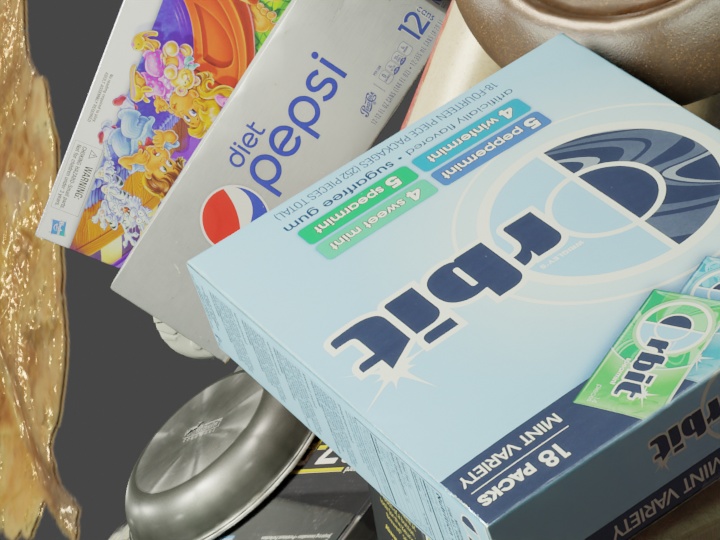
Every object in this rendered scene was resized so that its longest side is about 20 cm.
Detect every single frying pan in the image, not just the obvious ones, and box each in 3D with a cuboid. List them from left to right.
[{"bbox_3d":[-0.042,0.056,1.315,0.190,0.031,0.115,-51,24,-21],"label":"frying pan"}]

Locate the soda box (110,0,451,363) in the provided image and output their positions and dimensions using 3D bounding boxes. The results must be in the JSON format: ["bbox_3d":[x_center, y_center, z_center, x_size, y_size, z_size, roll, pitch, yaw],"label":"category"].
[{"bbox_3d":[-0.034,-0.060,1.331,0.200,0.068,0.063,-56,3,18],"label":"soda box"}]

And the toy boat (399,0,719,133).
[{"bbox_3d":[0.095,-0.091,1.223,0.131,0.130,0.201,-93,24,-75],"label":"toy boat"}]

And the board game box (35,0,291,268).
[{"bbox_3d":[-0.059,-0.087,1.398,0.045,0.134,0.201,-84,15,-81],"label":"board game box"}]

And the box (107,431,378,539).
[{"bbox_3d":[-0.018,0.093,1.300,0.200,0.049,0.161,-9,38,54],"label":"box"}]

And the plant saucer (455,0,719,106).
[{"bbox_3d":[0.109,-0.159,1.088,0.200,0.032,0.201,-11,69,31],"label":"plant saucer"}]

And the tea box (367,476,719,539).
[{"bbox_3d":[0.101,0.105,1.045,0.200,0.133,0.197,46,153,50],"label":"tea box"}]

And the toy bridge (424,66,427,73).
[{"bbox_3d":[0.056,-0.084,1.334,0.067,0.027,0.201,8,87,55],"label":"toy bridge"}]

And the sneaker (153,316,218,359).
[{"bbox_3d":[-0.062,-0.054,1.468,0.081,0.076,0.201,-126,49,-79],"label":"sneaker"}]

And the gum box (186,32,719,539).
[{"bbox_3d":[0.061,0.009,0.974,0.200,0.170,0.045,40,156,49],"label":"gum box"}]
